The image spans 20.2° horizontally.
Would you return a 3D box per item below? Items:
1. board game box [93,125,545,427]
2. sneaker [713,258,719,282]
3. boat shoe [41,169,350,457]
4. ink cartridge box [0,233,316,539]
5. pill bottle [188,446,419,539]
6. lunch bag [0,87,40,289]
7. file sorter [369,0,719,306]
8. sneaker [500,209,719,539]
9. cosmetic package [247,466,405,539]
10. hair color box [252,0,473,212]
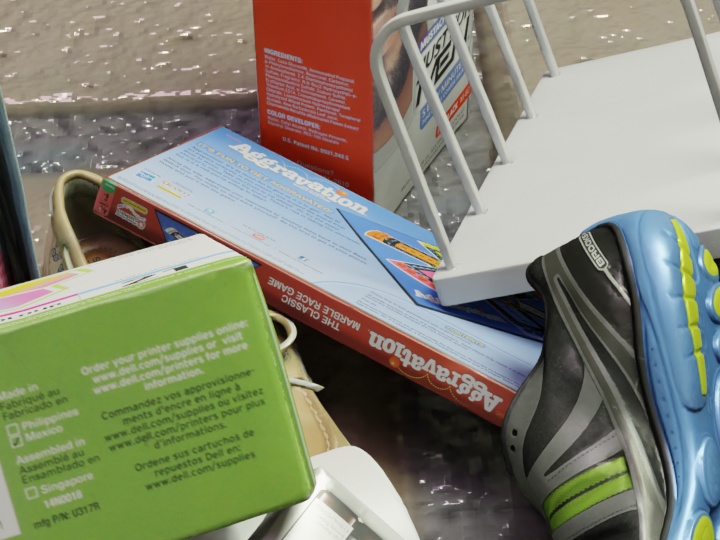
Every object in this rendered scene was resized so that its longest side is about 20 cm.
[{"bbox_3d":[0.000,0.000,0.830,0.200,0.019,0.103,27,26,16],"label":"board game box"},{"bbox_3d":[0.182,0.010,0.822,0.146,0.077,0.202,6,40,13],"label":"sneaker"},{"bbox_3d":[-0.072,0.033,0.814,0.073,0.063,0.200,-28,48,-28],"label":"boat shoe"},{"bbox_3d":[-0.110,0.041,0.651,0.148,0.076,0.200,-16,10,-10],"label":"ink cartridge box"},{"bbox_3d":[-0.079,0.131,0.662,0.200,0.114,0.114,-18,43,-18],"label":"pill bottle"},{"bbox_3d":[-0.196,-0.022,0.800,0.127,0.170,0.200,3,40,9],"label":"lunch bag"},{"bbox_3d":[0.102,-0.097,0.830,0.139,0.125,0.200,-11,26,26],"label":"file sorter"},{"bbox_3d":[0.093,0.079,0.720,0.083,0.071,0.200,-14,69,35],"label":"sneaker"},{"bbox_3d":[0.033,0.157,0.597,0.200,0.051,0.083,41,60,-2],"label":"cosmetic package"},{"bbox_3d":[0.004,-0.127,0.893,0.064,0.200,0.111,17,44,21],"label":"hair color box"}]
